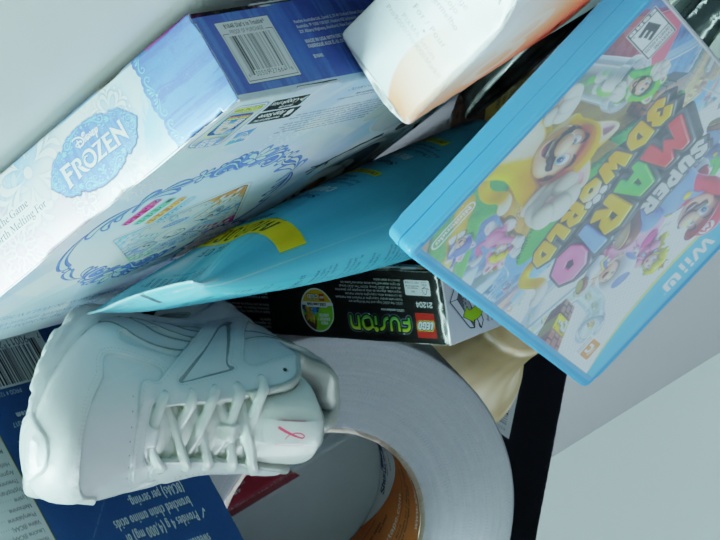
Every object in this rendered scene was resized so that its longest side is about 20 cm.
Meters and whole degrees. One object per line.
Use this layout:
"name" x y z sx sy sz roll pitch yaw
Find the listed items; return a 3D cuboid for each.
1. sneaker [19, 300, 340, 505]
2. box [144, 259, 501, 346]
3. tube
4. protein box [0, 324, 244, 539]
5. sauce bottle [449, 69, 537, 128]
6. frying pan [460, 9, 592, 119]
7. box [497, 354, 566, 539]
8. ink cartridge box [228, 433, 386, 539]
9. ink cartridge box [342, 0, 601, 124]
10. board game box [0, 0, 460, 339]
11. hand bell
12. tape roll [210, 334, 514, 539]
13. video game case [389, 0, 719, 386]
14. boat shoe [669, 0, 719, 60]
"sneaker" -0.068 0.056 1.168 0.200 0.099 0.078 -26 127 -62
"box" 0.000 0.000 1.282 0.199 0.035 0.110 2 -164 44
"tube" -0.015 -0.015 1.164 0.199 0.051 0.077 -21 178 -39
"protein box" -0.170 0.127 1.214 0.135 0.201 0.198 -36 168 32
"sauce bottle" 0.142 -0.067 1.305 0.199 0.065 0.065 0 -175 29
"frying pan" 0.109 -0.135 1.195 0.190 0.031 0.115 -45 176 16
"box" 0.025 0.106 1.659 0.182 0.104 0.201 -38 -153 43
"ink cartridge box" -0.052 0.104 1.493 0.145 0.083 0.200 -31 -155 -6
"ink cartridge box" 0.102 -0.146 1.031 0.162 0.050 0.200 -34 178 -41
"board game box" -0.063 -0.045 1.131 0.199 0.044 0.200 -38 168 34
"hand bell" 0.100 0.006 1.423 0.104 0.105 0.200 -21 174 -40
"tape roll" -0.028 0.115 1.357 0.200 0.201 0.066 -28 -154 -7
"video game case" 0.104 -0.032 1.169 0.143 0.018 0.200 -47 149 5
"boat shoe" 0.154 -0.118 1.206 0.075 0.060 0.200 -15 143 -58
